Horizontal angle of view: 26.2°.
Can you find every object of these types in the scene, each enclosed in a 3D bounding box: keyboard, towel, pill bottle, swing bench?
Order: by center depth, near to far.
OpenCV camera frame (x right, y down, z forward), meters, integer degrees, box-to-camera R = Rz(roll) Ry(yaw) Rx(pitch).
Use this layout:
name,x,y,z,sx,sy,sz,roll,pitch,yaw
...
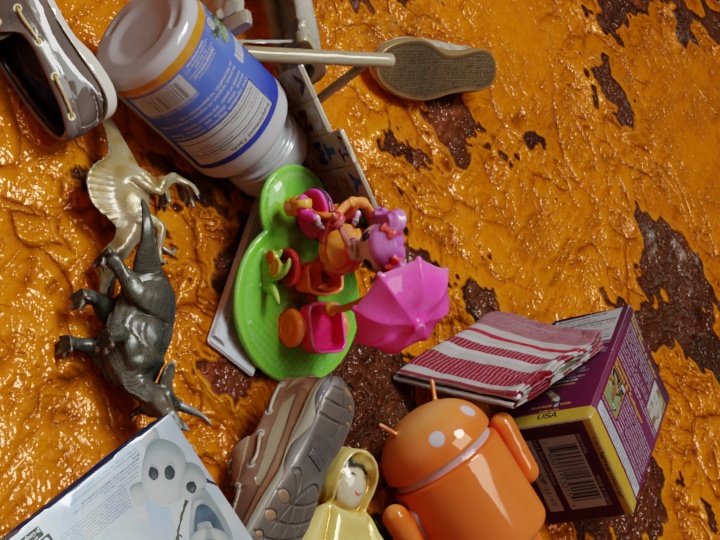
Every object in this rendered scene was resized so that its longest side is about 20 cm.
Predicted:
name,x,y,z,sx,sy,sz,roll,pitch,yaw
pill bottle,-0.136,-0.155,1.399,0.200,0.111,0.113,42,39,-42
keyboard,-0.097,0.007,1.438,0.056,0.011,0.201,45,40,-29
swing bench,-0.093,-0.278,1.533,0.199,0.129,0.201,10,60,-40
towel,0.142,0.086,1.568,0.199,0.143,0.023,-25,119,-53

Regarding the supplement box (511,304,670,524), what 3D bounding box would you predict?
name,x,y,z,sx,sy,sz,roll,pitch,yaw
supplement box,0.244,0.151,1.642,0.132,0.102,0.200,63,34,-22

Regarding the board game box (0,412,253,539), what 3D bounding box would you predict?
name,x,y,z,sx,sy,sz,roll,pitch,yaw
board game box,-0.162,0.243,1.151,0.200,0.043,0.200,-37,96,-43

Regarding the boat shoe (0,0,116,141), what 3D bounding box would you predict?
name,x,y,z,sx,sy,sz,roll,pitch,yaw
boat shoe,-0.287,-0.198,1.297,0.201,0.072,0.060,54,45,-7

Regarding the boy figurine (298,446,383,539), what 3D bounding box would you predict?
name,x,y,z,sx,sy,sz,roll,pitch,yaw
boy figurine,-0.009,0.250,1.336,0.124,0.064,0.202,25,53,-35

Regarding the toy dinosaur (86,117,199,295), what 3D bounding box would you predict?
name,x,y,z,sx,sy,sz,roll,pitch,yaw
toy dinosaur,-0.195,-0.073,1.333,0.101,0.058,0.202,16,55,-42

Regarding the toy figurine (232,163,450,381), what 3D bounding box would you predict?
name,x,y,z,sx,sy,sz,roll,pitch,yaw
toy figurine,0.000,0.000,1.353,0.149,0.183,0.202,0,88,-42

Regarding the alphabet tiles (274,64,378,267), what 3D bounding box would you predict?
name,x,y,z,sx,sy,sz,roll,pitch,yaw
alphabet tiles,-0.029,-0.094,1.454,0.008,0.167,0.201,-27,98,-16

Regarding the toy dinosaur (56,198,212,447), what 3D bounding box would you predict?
name,x,y,z,sx,sy,sz,roll,pitch,yaw
toy dinosaur,-0.186,0.044,1.265,0.102,0.077,0.202,31,45,-47

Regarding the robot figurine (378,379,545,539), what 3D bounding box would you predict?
name,x,y,z,sx,sy,sz,roll,pitch,yaw
robot figurine,0.094,0.206,1.442,0.201,0.143,0.117,57,9,-5

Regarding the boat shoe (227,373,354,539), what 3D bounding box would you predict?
name,x,y,z,sx,sy,sz,roll,pitch,yaw
boat shoe,-0.075,0.174,1.306,0.201,0.071,0.076,-60,145,-31

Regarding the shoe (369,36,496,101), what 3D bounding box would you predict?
name,x,y,z,sx,sy,sz,roll,pitch,yaw
shoe,0.074,-0.229,1.764,0.199,0.053,0.071,-3,101,-46
